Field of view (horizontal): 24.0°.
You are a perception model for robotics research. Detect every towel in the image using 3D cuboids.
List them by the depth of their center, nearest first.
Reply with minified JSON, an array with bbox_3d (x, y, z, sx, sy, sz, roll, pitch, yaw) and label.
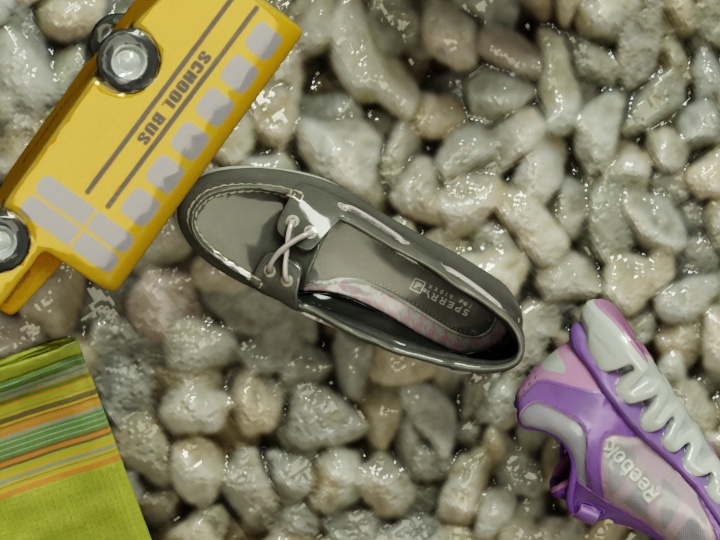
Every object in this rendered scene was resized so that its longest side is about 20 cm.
[{"bbox_3d":[-0.159,0.138,0.909,0.086,0.018,0.201,-19,108,-4],"label":"towel"}]

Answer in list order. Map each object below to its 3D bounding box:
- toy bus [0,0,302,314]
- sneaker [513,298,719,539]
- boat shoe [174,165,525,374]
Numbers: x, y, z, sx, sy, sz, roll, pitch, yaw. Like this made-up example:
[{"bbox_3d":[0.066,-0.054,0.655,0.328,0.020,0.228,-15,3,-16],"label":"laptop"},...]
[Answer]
[{"bbox_3d":[-0.120,-0.063,0.837,0.078,0.065,0.200,35,96,-19],"label":"toy bus"},{"bbox_3d":[0.154,0.115,0.936,0.088,0.081,0.201,-35,104,7],"label":"sneaker"},{"bbox_3d":[0.000,0.000,0.880,0.199,0.057,0.067,23,100,-16],"label":"boat shoe"}]
